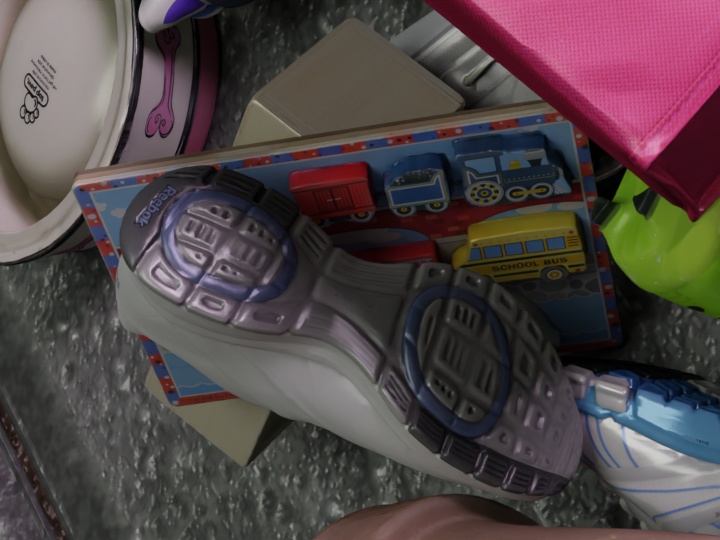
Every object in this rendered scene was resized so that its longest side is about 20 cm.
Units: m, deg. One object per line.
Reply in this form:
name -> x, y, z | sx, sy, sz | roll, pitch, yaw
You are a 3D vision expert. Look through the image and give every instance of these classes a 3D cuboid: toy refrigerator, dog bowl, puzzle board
toy refrigerator -> -0.026, -0.006, 0.991 | 0.070, 0.076, 0.201 | 37, 138, 12
dog bowl -> -0.154, -0.100, 1.195 | 0.199, 0.073, 0.202 | -7, 80, 44
puzzle board -> 0.000, 0.000, 0.914 | 0.198, 0.151, 0.017 | -8, 50, 8

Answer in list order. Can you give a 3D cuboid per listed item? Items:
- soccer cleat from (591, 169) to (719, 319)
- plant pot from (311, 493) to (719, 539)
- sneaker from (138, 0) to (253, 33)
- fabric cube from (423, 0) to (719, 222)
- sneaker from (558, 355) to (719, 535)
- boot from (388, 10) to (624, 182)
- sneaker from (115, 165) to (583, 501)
soccer cleat -> 0.158, -0.076, 0.885 | 0.067, 0.081, 0.201 | -1, 62, 63
plant pot -> 0.086, 0.166, 0.817 | 0.174, 0.199, 0.202 | -21, 70, 39
sneaker -> -0.038, -0.150, 1.064 | 0.147, 0.080, 0.200 | -48, 46, 14
fabric cube -> 0.091, -0.158, 0.749 | 0.199, 0.196, 0.200 | 42, 95, 11
sneaker -> 0.126, 0.086, 0.888 | 0.199, 0.075, 0.087 | 17, 102, 46
boot -> 0.058, -0.064, 0.972 | 0.200, 0.073, 0.096 | -44, 49, 31
sneaker -> -0.005, 0.030, 0.878 | 0.075, 0.199, 0.087 | -62, 6, -27
